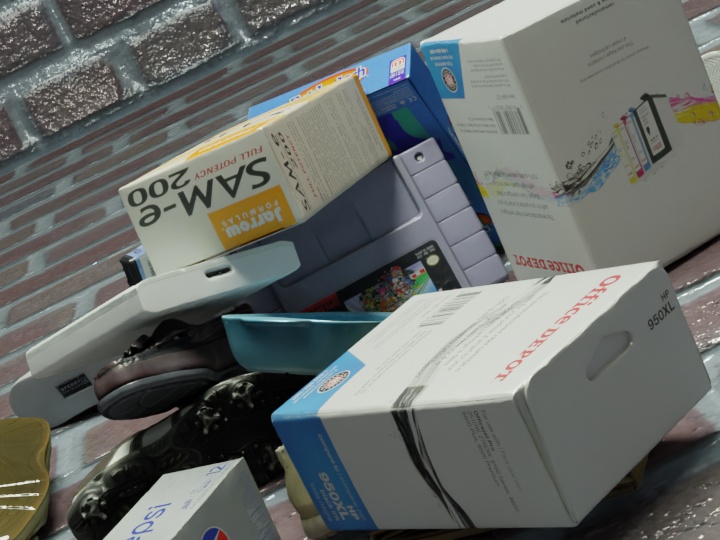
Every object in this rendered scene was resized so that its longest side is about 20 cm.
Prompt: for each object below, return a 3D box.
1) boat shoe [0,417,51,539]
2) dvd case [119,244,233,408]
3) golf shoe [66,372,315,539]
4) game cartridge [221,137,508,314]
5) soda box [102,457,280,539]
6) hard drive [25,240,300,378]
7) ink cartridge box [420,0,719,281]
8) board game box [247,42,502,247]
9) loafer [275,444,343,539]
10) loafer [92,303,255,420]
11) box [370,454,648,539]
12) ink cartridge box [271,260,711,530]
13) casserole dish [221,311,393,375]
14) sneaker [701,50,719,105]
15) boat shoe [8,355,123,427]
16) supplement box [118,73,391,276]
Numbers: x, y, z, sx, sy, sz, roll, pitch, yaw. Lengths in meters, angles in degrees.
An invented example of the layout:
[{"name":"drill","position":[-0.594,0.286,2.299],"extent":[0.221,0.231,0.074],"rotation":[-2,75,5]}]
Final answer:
[{"name":"boat shoe","position":[-0.269,0.179,1.400],"extent":[0.072,0.064,0.201],"rotation":[-2,21,-5]},{"name":"dvd case","position":[-0.097,0.004,1.524],"extent":[0.199,0.144,0.017],"rotation":[-35,32,-31]},{"name":"golf shoe","position":[-0.118,0.122,1.286],"extent":[0.199,0.078,0.094],"rotation":[-28,15,-11]},{"name":"game cartridge","position":[0.000,0.000,1.409],"extent":[0.199,0.130,0.038],"rotation":[-28,-12,-8]},{"name":"soda box","position":[-0.126,0.191,1.086],"extent":[0.068,0.064,0.200],"rotation":[-15,18,31]},{"name":"hard drive","position":[-0.146,0.030,1.342],"extent":[0.131,0.026,0.200],"rotation":[-17,-5,-35]},{"name":"ink cartridge box","position":[0.165,-0.104,1.344],"extent":[0.144,0.201,0.147],"rotation":[-28,14,-17]},{"name":"board game box","position":[0.022,-0.078,1.501],"extent":[0.151,0.200,0.045],"rotation":[-19,43,23]},{"name":"loafer","position":[-0.011,0.101,1.189],"extent":[0.075,0.069,0.200],"rotation":[-23,14,9]},{"name":"loafer","position":[-0.125,0.061,1.297],"extent":[0.072,0.063,0.199],"rotation":[-31,-13,28]},{"name":"box","position":[0.104,0.096,1.112],"extent":[0.162,0.021,0.200],"rotation":[-19,16,24]},{"name":"ink cartridge box","position":[0.072,0.072,1.032],"extent":[0.199,0.085,0.144],"rotation":[-10,22,49]},{"name":"casserole dish","position":[-0.009,0.048,1.260],"extent":[0.120,0.039,0.199],"rotation":[2,2,31]},{"name":"sneaker","position":[0.240,-0.119,1.558],"extent":[0.199,0.074,0.116],"rotation":[-26,-1,16]},{"name":"boat shoe","position":[-0.217,0.081,1.614],"extent":[0.199,0.072,0.066],"rotation":[-27,17,31]},{"name":"supplement box","position":[-0.072,-0.072,1.346],"extent":[0.125,0.074,0.200],"rotation":[-21,9,23]}]
